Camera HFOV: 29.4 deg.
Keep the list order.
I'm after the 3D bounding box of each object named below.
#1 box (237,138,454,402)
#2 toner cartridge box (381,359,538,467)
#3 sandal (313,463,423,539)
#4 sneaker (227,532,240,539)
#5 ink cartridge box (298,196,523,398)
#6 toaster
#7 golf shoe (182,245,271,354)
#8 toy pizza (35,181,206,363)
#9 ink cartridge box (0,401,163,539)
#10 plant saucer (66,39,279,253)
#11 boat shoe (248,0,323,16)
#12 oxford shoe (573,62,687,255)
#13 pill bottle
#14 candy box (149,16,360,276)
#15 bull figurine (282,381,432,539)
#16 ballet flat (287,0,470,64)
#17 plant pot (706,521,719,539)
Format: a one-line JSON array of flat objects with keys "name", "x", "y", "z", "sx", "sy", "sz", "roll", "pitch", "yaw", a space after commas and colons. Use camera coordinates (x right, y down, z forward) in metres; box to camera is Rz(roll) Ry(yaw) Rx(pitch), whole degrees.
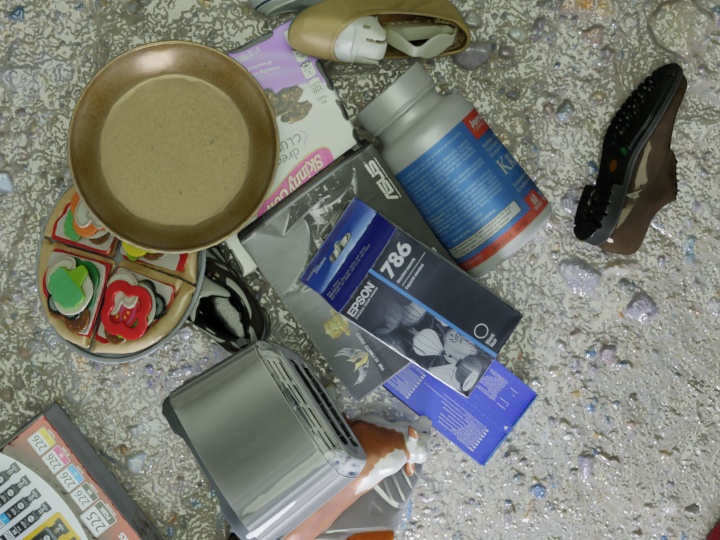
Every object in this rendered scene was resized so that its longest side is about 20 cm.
[{"name": "box", "x": 0.000, "y": 0.000, "z": 1.324, "sx": 0.158, "sy": 0.048, "sz": 0.201, "roll": -36, "pitch": 106, "yaw": -2}, {"name": "toner cartridge box", "x": 0.075, "y": 0.099, "z": 1.399, "sx": 0.199, "sy": 0.043, "sz": 0.095, "roll": 39, "pitch": 91, "yaw": -4}, {"name": "sandal", "x": 0.002, "y": 0.261, "z": 1.399, "sx": 0.079, "sy": 0.059, "sz": 0.208, "roll": 33, "pitch": 69, "yaw": 0}, {"name": "sneaker", "x": -0.146, "y": 0.325, "z": 1.382, "sx": 0.197, "sy": 0.076, "sz": 0.116, "roll": -17, "pitch": 92, "yaw": -6}, {"name": "ink cartridge box", "x": 0.048, "y": 0.027, "z": 1.295, "sx": 0.199, "sy": 0.039, "sz": 0.100, "roll": 33, "pitch": 96, "yaw": -15}, {"name": "toaster", "x": -0.084, "y": 0.162, "z": 1.283, "sx": 0.129, "sy": 0.114, "sz": 0.201, "roll": -36, "pitch": 71, "yaw": 7}, {"name": "golf shoe", "x": -0.164, "y": 0.001, "z": 1.354, "sx": 0.200, "sy": 0.094, "sz": 0.078, "roll": 44, "pitch": 91, "yaw": -3}, {"name": "toy pizza", "x": -0.240, "y": -0.012, "z": 1.334, "sx": 0.198, "sy": 0.032, "sz": 0.203, "roll": -4, "pitch": 81, "yaw": 24}, {"name": "ink cartridge box", "x": -0.315, "y": 0.267, "z": 1.362, "sx": 0.175, "sy": 0.084, "sz": 0.201, "roll": -38, "pitch": 95, "yaw": -1}, {"name": "plant saucer", "x": -0.175, "y": -0.114, "z": 1.293, "sx": 0.197, "sy": 0.035, "sz": 0.203, "roll": 0, "pitch": 83, "yaw": -4}, {"name": "boat shoe", "x": -0.010, "y": -0.277, "z": 1.358, "sx": 0.197, "sy": 0.074, "sz": 0.068, "roll": -18, "pitch": 92, "yaw": -3}, {"name": "oxford shoe", "x": 0.290, "y": -0.111, "z": 1.397, "sx": 0.084, "sy": 0.073, "sz": 0.202, "roll": 22, "pitch": 93, "yaw": -21}, {"name": "pill bottle", "x": 0.088, "y": -0.102, "z": 1.355, "sx": 0.112, "sy": 0.112, "sz": 0.201, "roll": -40, "pitch": 96, "yaw": -1}, {"name": "candy box", "x": -0.089, "y": -0.121, "z": 1.362, "sx": 0.166, "sy": 0.072, "sz": 0.202, "roll": -28, "pitch": 94, "yaw": -3}, {"name": "bull figurine", "x": -0.024, "y": 0.190, "z": 1.360, "sx": 0.199, "sy": 0.121, "sz": 0.065, "roll": -39, "pitch": 139, "yaw": -6}, {"name": "ballet flat", "x": 0.025, "y": -0.231, "z": 1.326, "sx": 0.198, "sy": 0.063, "sz": 0.069, "roll": -13, "pitch": 138, "yaw": -32}, {"name": "plant pot", "x": 0.452, "y": 0.337, "z": 1.369, "sx": 0.197, "sy": 0.182, "sz": 0.204, "roll": 0, "pitch": 91, "yaw": -4}]
